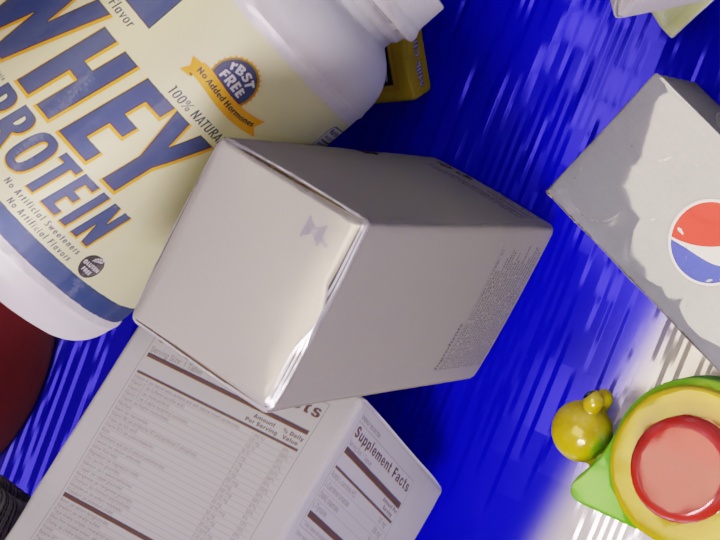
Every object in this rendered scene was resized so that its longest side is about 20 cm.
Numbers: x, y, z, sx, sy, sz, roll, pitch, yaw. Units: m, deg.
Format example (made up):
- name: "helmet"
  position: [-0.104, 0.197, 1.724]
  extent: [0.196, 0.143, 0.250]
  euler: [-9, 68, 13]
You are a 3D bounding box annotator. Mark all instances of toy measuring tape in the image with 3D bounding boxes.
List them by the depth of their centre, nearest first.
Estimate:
- name: "toy measuring tape"
  position: [0.168, 0.090, 0.824]
  extent: [0.200, 0.074, 0.074]
  euler: [24, 99, 21]

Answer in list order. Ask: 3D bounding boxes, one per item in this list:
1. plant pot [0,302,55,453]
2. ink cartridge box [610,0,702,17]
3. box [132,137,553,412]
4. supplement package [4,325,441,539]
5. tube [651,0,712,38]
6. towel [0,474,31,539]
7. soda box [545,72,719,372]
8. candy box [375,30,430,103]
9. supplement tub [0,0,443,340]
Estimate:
- name: "plant pot"
  position: [-0.264, 0.016, 0.942]
  extent: [0.200, 0.177, 0.201]
  euler: [0, 90, 22]
- name: "ink cartridge box"
  position: [0.146, -0.209, 0.801]
  extent: [0.146, 0.084, 0.200]
  euler: [-11, 86, 2]
- name: "box"
  position: [0.000, 0.000, 0.820]
  extent: [0.068, 0.200, 0.082]
  euler: [32, 102, 21]
- name: "supplement package"
  position: [-0.073, 0.134, 0.854]
  extent: [0.114, 0.110, 0.200]
  euler: [24, 75, 29]
- name: "tube"
  position: [0.090, -0.193, 0.868]
  extent: [0.200, 0.052, 0.058]
  euler: [49, 140, 11]
- name: "towel"
  position: [-0.181, 0.176, 0.875]
  extent: [0.035, 0.200, 0.193]
  euler: [22, 79, 14]
- name: "soda box"
  position: [0.170, 0.015, 0.824]
  extent: [0.200, 0.063, 0.068]
  euler: [47, 108, 16]
- name: "candy box"
  position: [-0.072, -0.118, 0.930]
  extent: [0.200, 0.026, 0.102]
  euler: [-4, 104, 22]
- name: "supplement tub"
  position: [-0.082, -0.085, 0.827]
  extent: [0.200, 0.145, 0.145]
  euler: [-40, 76, 6]
